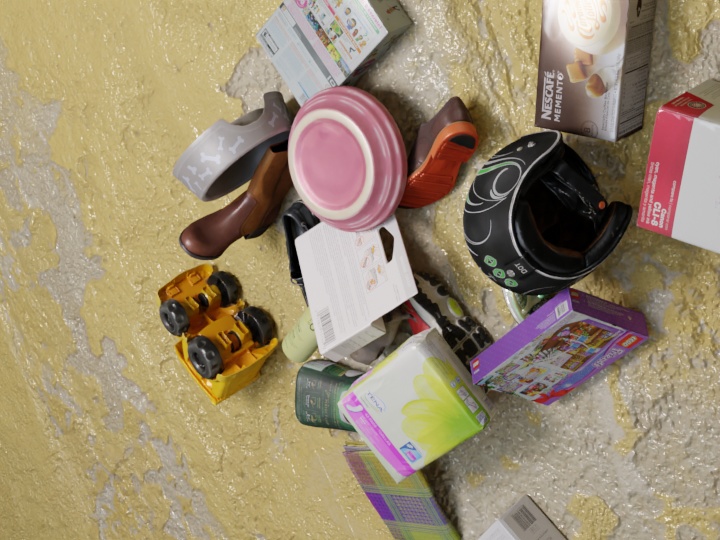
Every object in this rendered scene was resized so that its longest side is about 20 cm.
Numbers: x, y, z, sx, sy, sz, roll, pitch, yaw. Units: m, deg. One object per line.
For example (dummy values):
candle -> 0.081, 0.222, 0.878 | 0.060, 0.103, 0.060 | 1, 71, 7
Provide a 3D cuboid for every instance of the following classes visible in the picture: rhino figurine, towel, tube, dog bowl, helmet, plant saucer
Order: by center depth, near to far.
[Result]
helmet -> 0.218, -0.069, 1.432 | 0.191, 0.197, 0.203 | -170, 60, -77
plant saucer -> -0.028, -0.149, 1.621 | 0.198, 0.051, 0.204 | 13, 112, 35
rhino figurine -> 0.027, 0.071, 1.702 | 0.200, 0.059, 0.089 | 129, 133, -57
dog bowl -> -0.178, -0.176, 1.721 | 0.059, 0.199, 0.200 | 52, 131, 6
tube -> -0.057, 0.065, 1.768 | 0.058, 0.052, 0.200 | 44, 134, 5
towel -> 0.063, 0.342, 1.813 | 0.142, 0.023, 0.202 | -5, 123, 42

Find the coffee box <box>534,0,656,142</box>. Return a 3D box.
coffee box -> 0.277, -0.266, 1.388 | 0.113, 0.079, 0.204 | 18, 118, 33

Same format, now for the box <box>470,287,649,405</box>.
box -> 0.254, 0.102, 1.524 | 0.200, 0.135, 0.040 | -43, 41, 41

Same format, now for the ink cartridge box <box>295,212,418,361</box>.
ink cartridge box -> 0.000, 0.000, 1.662 | 0.175, 0.045, 0.203 | -32, 53, 24

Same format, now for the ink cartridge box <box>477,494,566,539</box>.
ink cartridge box -> 0.229, 0.462, 1.719 | 0.176, 0.083, 0.201 | 47, 131, 15

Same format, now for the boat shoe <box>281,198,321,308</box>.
boat shoe -> -0.081, -0.008, 1.799 | 0.074, 0.066, 0.203 | 9, 113, 36

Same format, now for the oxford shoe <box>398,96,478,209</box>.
oxford shoe -> 0.099, -0.155, 1.605 | 0.200, 0.070, 0.074 | -49, 41, 48

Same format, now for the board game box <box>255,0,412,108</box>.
board game box -> -0.041, -0.334, 1.637 | 0.200, 0.064, 0.149 | -39, 82, 43

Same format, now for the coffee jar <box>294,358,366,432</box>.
coffee jar -> -0.004, 0.201, 1.804 | 0.197, 0.085, 0.106 | 9, 100, 37

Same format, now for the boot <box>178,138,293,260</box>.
boot -> -0.165, -0.107, 1.747 | 0.069, 0.186, 0.200 | 57, 134, 19

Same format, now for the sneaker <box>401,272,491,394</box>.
sneaker -> 0.122, 0.096, 1.682 | 0.202, 0.076, 0.085 | 57, 148, 15

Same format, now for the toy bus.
toy bus -> -0.250, 0.121, 1.964 | 0.200, 0.135, 0.193 | 47, 146, 17

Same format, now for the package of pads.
package of pads -> 0.075, 0.186, 1.642 | 0.155, 0.068, 0.200 | 52, 129, 1

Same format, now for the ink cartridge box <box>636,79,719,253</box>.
ink cartridge box -> 0.430, -0.102, 1.283 | 0.198, 0.144, 0.147 | 22, 121, 32

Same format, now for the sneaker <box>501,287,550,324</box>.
sneaker -> 0.229, 0.002, 1.549 | 0.088, 0.077, 0.202 | -26, 94, 30
